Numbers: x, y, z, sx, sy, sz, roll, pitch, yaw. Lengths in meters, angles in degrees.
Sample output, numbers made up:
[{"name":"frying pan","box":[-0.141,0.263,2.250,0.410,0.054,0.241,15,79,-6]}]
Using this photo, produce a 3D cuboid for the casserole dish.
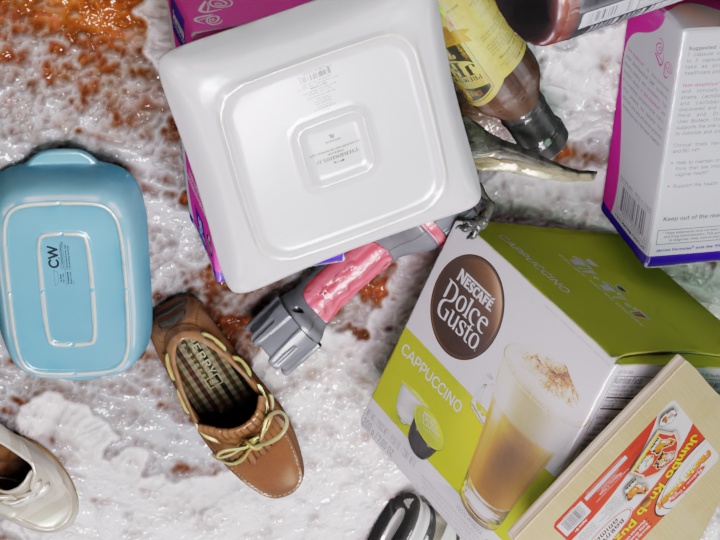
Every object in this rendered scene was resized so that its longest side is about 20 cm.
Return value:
[{"name":"casserole dish","box":[-0.219,0.006,1.496,0.120,0.039,0.202,-2,119,-3]}]

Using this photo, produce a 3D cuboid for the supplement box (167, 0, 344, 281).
[{"name":"supplement box","box":[-0.075,-0.109,1.440,0.102,0.101,0.202,-10,121,-12]}]

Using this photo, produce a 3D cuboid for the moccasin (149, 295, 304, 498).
[{"name":"moccasin","box":[-0.100,0.110,1.584,0.073,0.078,0.202,-25,124,-2]}]

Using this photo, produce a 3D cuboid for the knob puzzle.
[{"name":"knob puzzle","box":[0.204,0.162,1.465,0.218,0.030,0.221,-24,135,-26]}]

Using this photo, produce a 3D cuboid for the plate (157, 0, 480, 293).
[{"name":"plate","box":[-0.021,-0.090,1.380,0.198,0.032,0.201,-20,123,-6]}]

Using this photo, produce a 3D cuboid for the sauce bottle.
[{"name":"sauce bottle","box":[0.094,-0.162,1.493,0.065,0.065,0.200,-36,122,5]}]

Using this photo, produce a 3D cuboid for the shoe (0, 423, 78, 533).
[{"name":"shoe","box":[-0.294,0.152,1.562,0.070,0.053,0.200,-39,123,7]}]

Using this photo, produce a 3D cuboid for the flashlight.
[{"name":"flashlight","box":[0.000,0.000,1.554,0.200,0.068,0.068,-43,157,4]}]

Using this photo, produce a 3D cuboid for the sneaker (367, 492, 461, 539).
[{"name":"sneaker","box":[0.037,0.298,1.740,0.115,0.076,0.201,26,107,-27]}]

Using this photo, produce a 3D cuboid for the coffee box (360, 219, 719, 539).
[{"name":"coffee box","box":[0.158,0.097,1.553,0.199,0.200,0.199,4,120,-43]}]

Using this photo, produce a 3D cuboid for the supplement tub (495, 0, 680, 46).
[{"name":"supplement tub","box":[0.196,-0.239,1.444,0.199,0.107,0.108,-21,125,-22]}]

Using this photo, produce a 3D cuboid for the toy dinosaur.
[{"name":"toy dinosaur","box":[0.074,-0.079,1.488,0.199,0.047,0.089,24,72,-1]}]

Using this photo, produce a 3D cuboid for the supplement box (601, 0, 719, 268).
[{"name":"supplement box","box":[0.261,-0.117,1.550,0.102,0.101,0.202,-6,121,-14]}]
